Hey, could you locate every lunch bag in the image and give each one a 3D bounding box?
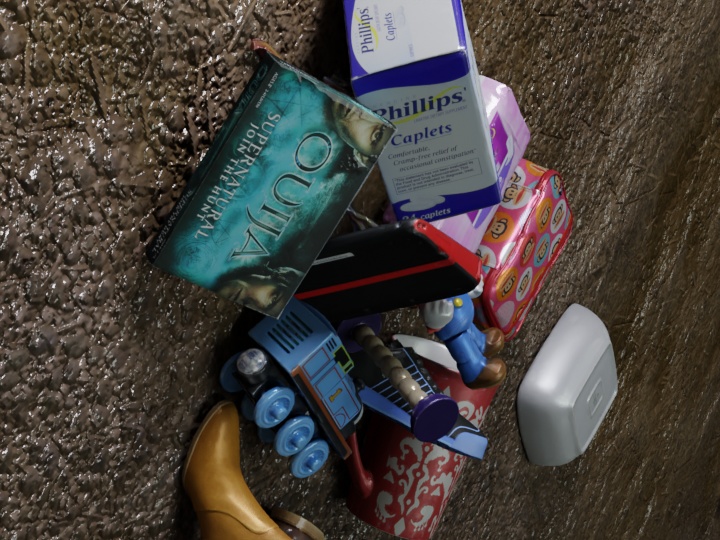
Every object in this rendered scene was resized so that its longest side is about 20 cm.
[{"bbox_3d":[0.184,-0.018,1.743,0.201,0.081,0.176,-59,153,-17],"label":"lunch bag"}]

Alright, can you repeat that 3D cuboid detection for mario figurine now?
[{"bbox_3d":[0.097,0.028,1.472,0.106,0.123,0.200,-45,121,-11],"label":"mario figurine"}]

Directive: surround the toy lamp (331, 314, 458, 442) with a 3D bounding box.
[{"bbox_3d":[0.023,0.088,1.410,0.058,0.200,0.059,-18,129,-24],"label":"toy lamp"}]

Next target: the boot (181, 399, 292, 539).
[{"bbox_3d":[-0.100,0.236,1.336,0.071,0.143,0.203,-3,109,-59],"label":"boot"}]

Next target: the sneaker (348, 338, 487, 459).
[{"bbox_3d":[0.053,0.124,1.492,0.078,0.199,0.070,-62,-177,-9],"label":"sneaker"}]

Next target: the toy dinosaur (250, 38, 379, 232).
[{"bbox_3d":[-0.060,-0.096,1.320,0.182,0.199,0.105,-58,-163,14],"label":"toy dinosaur"}]

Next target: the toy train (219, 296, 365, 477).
[{"bbox_3d":[-0.056,0.118,1.379,0.114,0.087,0.200,-41,143,-10],"label":"toy train"}]

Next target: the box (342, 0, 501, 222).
[{"bbox_3d":[0.055,-0.179,1.316,0.201,0.104,0.185,68,12,-49],"label":"box"}]

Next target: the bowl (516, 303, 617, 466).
[{"bbox_3d":[0.308,0.173,2.064,0.200,0.074,0.201,-53,145,-30],"label":"bowl"}]

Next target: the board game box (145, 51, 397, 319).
[{"bbox_3d":[-0.074,-0.067,1.204,0.135,0.028,0.201,24,105,-33],"label":"board game box"}]

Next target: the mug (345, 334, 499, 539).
[{"bbox_3d":[0.045,0.183,1.608,0.133,0.176,0.202,-124,-128,-77],"label":"mug"}]

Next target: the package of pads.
[{"bbox_3d":[0.107,-0.101,1.560,0.201,0.075,0.121,-62,151,-15],"label":"package of pads"}]

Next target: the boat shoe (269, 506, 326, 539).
[{"bbox_3d":[-0.055,0.319,1.537,0.200,0.070,0.071,45,61,-49],"label":"boat shoe"}]

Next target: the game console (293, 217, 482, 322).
[{"bbox_3d":[0.000,0.000,1.332,0.177,0.198,0.031,35,47,-57],"label":"game console"}]
